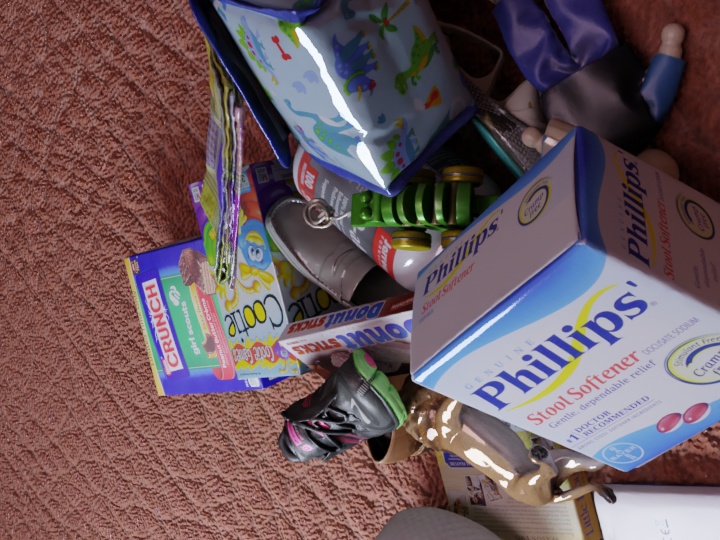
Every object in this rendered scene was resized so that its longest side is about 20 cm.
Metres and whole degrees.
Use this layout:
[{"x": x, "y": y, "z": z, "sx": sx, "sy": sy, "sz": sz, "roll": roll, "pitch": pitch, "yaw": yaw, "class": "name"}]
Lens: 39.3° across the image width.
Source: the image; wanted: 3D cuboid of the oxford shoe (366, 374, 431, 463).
[{"x": 0.021, "y": 0.085, "z": 0.947, "sx": 0.071, "sy": 0.071, "sz": 0.200, "roll": -7, "pitch": 96, "yaw": 48, "class": "oxford shoe"}]

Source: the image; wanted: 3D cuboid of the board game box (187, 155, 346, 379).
[{"x": -0.077, "y": -0.005, "z": 0.990, "sx": 0.105, "sy": 0.103, "sz": 0.200, "roll": -10, "pitch": 95, "yaw": 47, "class": "board game box"}]

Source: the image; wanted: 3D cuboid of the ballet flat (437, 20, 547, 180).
[{"x": 0.102, "y": -0.136, "z": 0.794, "sx": 0.200, "sy": 0.072, "sz": 0.072, "roll": 45, "pitch": 131, "yaw": 13, "class": "ballet flat"}]

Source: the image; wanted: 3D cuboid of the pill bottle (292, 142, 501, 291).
[{"x": 0.046, "y": -0.054, "z": 0.842, "sx": 0.200, "sy": 0.116, "sz": 0.116, "roll": 43, "pitch": 129, "yaw": 28, "class": "pill bottle"}]

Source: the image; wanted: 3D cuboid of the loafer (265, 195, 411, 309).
[{"x": 0.000, "y": 0.000, "z": 0.895, "sx": 0.200, "sy": 0.070, "sz": 0.070, "roll": 35, "pitch": 86, "yaw": 3, "class": "loafer"}]

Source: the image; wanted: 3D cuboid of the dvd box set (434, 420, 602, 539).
[{"x": 0.133, "y": 0.182, "z": 0.891, "sx": 0.146, "sy": 0.029, "sz": 0.200, "roll": -14, "pitch": 92, "yaw": 47, "class": "dvd box set"}]

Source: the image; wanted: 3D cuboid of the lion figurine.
[{"x": 0.112, "y": 0.143, "z": 0.828, "sx": 0.200, "sy": 0.072, "sz": 0.123, "roll": 43, "pitch": 145, "yaw": 21, "class": "lion figurine"}]

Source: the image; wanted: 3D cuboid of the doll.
[{"x": 0.172, "y": -0.139, "z": 0.732, "sx": 0.136, "sy": 0.048, "sz": 0.200, "roll": -31, "pitch": 81, "yaw": 23, "class": "doll"}]

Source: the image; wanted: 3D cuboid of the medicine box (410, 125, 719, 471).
[{"x": 0.164, "y": 0.029, "z": 0.683, "sx": 0.182, "sy": 0.200, "sz": 0.103, "roll": -45, "pitch": 29, "yaw": 43, "class": "medicine box"}]

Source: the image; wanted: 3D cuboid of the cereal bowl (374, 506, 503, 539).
[{"x": 0.082, "y": 0.316, "z": 0.909, "sx": 0.200, "sy": 0.083, "sz": 0.200, "roll": 24, "pitch": 135, "yaw": 27, "class": "cereal bowl"}]

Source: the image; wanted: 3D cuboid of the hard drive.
[{"x": 0.281, "y": 0.228, "z": 0.762, "sx": 0.200, "sy": 0.025, "sz": 0.132, "roll": -11, "pitch": 95, "yaw": 47, "class": "hard drive"}]

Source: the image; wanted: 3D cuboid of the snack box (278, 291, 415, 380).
[{"x": 0.013, "y": 0.060, "z": 0.853, "sx": 0.072, "sy": 0.024, "sz": 0.200, "roll": 42, "pitch": 148, "yaw": -23, "class": "snack box"}]

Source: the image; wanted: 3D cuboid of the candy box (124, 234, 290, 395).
[{"x": -0.163, "y": 0.045, "z": 1.112, "sx": 0.200, "sy": 0.077, "sz": 0.169, "roll": -10, "pitch": 96, "yaw": 47, "class": "candy box"}]

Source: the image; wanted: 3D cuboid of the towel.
[{"x": -0.120, "y": -0.101, "z": 0.853, "sx": 0.144, "sy": 0.023, "sz": 0.200, "roll": -109, "pitch": 21, "yaw": -47, "class": "towel"}]

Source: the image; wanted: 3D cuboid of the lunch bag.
[{"x": -0.039, "y": -0.166, "z": 0.745, "sx": 0.200, "sy": 0.127, "sz": 0.170, "roll": 30, "pitch": 158, "yaw": 45, "class": "lunch bag"}]

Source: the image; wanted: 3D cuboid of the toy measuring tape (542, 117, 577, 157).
[{"x": 0.161, "y": -0.040, "z": 0.743, "sx": 0.074, "sy": 0.074, "sz": 0.200, "roll": 33, "pitch": 148, "yaw": 34, "class": "toy measuring tape"}]

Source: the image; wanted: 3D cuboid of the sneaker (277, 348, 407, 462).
[{"x": -0.021, "y": 0.130, "z": 0.868, "sx": 0.077, "sy": 0.084, "sz": 0.200, "roll": 51, "pitch": 152, "yaw": 9, "class": "sneaker"}]

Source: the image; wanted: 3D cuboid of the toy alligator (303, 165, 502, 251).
[{"x": 0.028, "y": -0.047, "z": 0.752, "sx": 0.200, "sy": 0.054, "sz": 0.059, "roll": 1, "pitch": 84, "yaw": 31, "class": "toy alligator"}]
